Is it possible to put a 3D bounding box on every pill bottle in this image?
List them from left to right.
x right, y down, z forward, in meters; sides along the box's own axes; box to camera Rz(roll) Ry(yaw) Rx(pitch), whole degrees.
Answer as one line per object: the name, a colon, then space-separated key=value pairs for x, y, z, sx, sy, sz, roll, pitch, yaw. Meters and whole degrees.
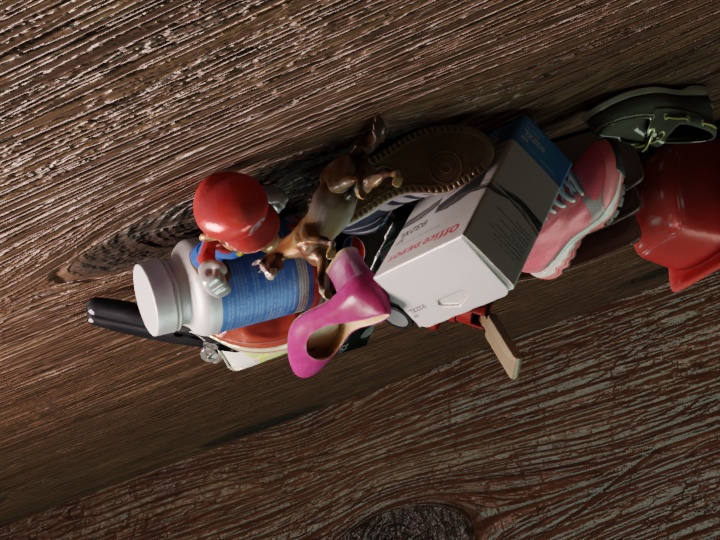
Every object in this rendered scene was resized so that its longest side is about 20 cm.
pill bottle: x=-0.144 y=0.010 z=1.496 sx=0.200 sy=0.112 sz=0.112 roll=-15 pitch=169 yaw=-23

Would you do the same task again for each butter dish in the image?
butter dish: x=0.420 y=-0.094 z=1.828 sx=0.148 sy=0.200 sz=0.200 roll=9 pitch=161 yaw=-14

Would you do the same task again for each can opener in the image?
can opener: x=-0.234 y=0.065 z=1.635 sx=0.200 sy=0.079 sz=0.063 roll=5 pitch=143 yaw=-2

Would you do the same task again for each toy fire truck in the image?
toy fire truck: x=0.121 y=0.028 z=1.636 sx=0.200 sy=0.129 sz=0.176 roll=19 pitch=148 yaw=18

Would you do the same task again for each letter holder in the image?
letter holder: x=0.241 y=-0.076 z=1.629 sx=0.200 sy=0.142 sz=0.101 roll=-17 pitch=169 yaw=-6

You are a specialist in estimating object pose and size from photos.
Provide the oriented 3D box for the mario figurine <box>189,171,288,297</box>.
mario figurine: x=-0.117 y=-0.030 z=1.345 sx=0.106 sy=0.124 sz=0.200 roll=-3 pitch=170 yaw=-12

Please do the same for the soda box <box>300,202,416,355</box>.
soda box: x=0.000 y=0.000 z=1.552 sx=0.063 sy=0.071 sz=0.200 roll=-15 pitch=139 yaw=-46

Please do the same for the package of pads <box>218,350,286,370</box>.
package of pads: x=-0.084 y=0.044 z=1.720 sx=0.200 sy=0.068 sz=0.155 roll=-21 pitch=-159 yaw=12

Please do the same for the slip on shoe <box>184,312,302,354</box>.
slip on shoe: x=-0.154 y=0.044 z=1.573 sx=0.200 sy=0.074 sz=0.061 roll=18 pitch=144 yaw=13

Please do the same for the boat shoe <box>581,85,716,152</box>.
boat shoe: x=0.336 y=-0.170 z=1.536 sx=0.201 sy=0.060 sz=0.072 roll=-10 pitch=166 yaw=-38

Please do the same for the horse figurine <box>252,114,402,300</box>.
horse figurine: x=-0.024 y=-0.060 z=1.321 sx=0.050 sy=0.200 sz=0.133 roll=27 pitch=-173 yaw=-25

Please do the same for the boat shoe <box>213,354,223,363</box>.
boat shoe: x=-0.164 y=0.068 z=1.873 sx=0.076 sy=0.072 sz=0.200 roll=-36 pitch=177 yaw=20

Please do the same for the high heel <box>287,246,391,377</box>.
high heel: x=-0.022 y=0.074 z=1.484 sx=0.067 sy=0.096 sz=0.200 roll=-1 pitch=136 yaw=-36

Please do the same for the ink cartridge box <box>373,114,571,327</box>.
ink cartridge box: x=0.120 y=-0.052 z=1.425 sx=0.145 sy=0.084 sz=0.200 roll=-26 pitch=-154 yaw=46

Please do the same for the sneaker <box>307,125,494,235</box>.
sneaker: x=0.045 y=-0.094 z=1.420 sx=0.200 sy=0.070 sz=0.109 roll=-21 pitch=173 yaw=4

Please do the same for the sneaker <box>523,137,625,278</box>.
sneaker: x=0.221 y=-0.066 z=1.502 sx=0.087 sy=0.074 sz=0.200 roll=6 pitch=133 yaw=-29
